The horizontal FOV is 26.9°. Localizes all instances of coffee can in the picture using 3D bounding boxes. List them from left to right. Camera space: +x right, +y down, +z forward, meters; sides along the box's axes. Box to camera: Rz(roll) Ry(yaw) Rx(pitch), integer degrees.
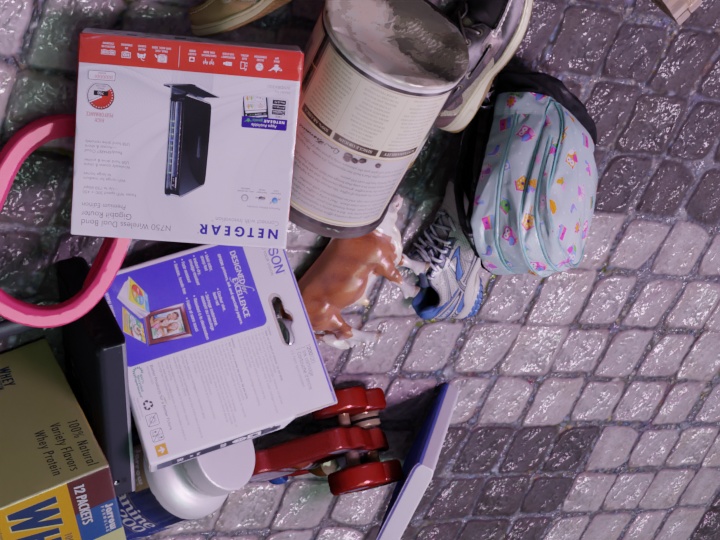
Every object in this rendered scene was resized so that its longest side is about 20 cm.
[{"bbox_3d":[-0.003,-0.151,1.425,0.145,0.147,0.201,-2,141,-32],"label":"coffee can"}]

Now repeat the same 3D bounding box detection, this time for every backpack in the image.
[{"bbox_3d":[0.182,-0.093,1.593,0.167,0.125,0.202,41,57,-44],"label":"backpack"}]

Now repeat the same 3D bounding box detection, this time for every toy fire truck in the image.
[{"bbox_3d":[-0.049,0.211,1.750,0.166,0.114,0.200,-16,170,13],"label":"toy fire truck"}]

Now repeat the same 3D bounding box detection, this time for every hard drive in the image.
[{"bbox_3d":[-0.264,0.107,1.504,0.033,0.140,0.202,-14,132,-21],"label":"hard drive"},{"bbox_3d":[0.070,0.237,1.818,0.025,0.200,0.133,25,116,2],"label":"hard drive"}]

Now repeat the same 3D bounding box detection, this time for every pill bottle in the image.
[{"bbox_3d":[-0.206,0.215,1.591,0.110,0.112,0.199,18,148,-42],"label":"pill bottle"}]

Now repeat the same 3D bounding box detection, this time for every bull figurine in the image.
[{"bbox_3d":[0.000,0.000,1.634,0.121,0.065,0.200,37,112,-12],"label":"bull figurine"}]

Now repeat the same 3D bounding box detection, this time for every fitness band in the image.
[{"bbox_3d":[-0.284,-0.046,1.397,0.142,0.037,0.202,22,97,-23],"label":"fitness band"}]

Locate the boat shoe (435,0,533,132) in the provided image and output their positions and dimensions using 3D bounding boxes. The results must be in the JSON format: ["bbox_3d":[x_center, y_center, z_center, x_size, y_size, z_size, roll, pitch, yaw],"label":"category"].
[{"bbox_3d":[0.110,-0.229,1.523,0.065,0.072,0.202,-1,130,-39],"label":"boat shoe"}]

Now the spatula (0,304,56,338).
[{"bbox_3d":[-0.384,0.064,1.462,0.197,0.021,0.057,-12,133,-8],"label":"spatula"}]

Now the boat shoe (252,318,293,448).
[{"bbox_3d":[-0.108,0.128,1.685,0.066,0.074,0.201,3,136,-41],"label":"boat shoe"}]

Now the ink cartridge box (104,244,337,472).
[{"bbox_3d":[-0.147,0.075,1.510,0.198,0.200,0.043,-17,168,-12],"label":"ink cartridge box"}]

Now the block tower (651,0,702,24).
[{"bbox_3d":[0.298,-0.341,1.567,0.054,0.058,0.200,-44,138,7],"label":"block tower"}]

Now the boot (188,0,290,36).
[{"bbox_3d":[-0.109,-0.299,1.308,0.073,0.199,0.156,-43,107,-41],"label":"boot"}]

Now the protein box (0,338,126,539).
[{"bbox_3d":[-0.361,0.208,1.480,0.198,0.199,0.136,-21,135,-18],"label":"protein box"}]

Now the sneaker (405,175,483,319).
[{"bbox_3d":[0.097,-0.018,1.690,0.084,0.077,0.202,-13,131,-19],"label":"sneaker"}]

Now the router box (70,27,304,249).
[{"bbox_3d":[-0.156,-0.118,1.353,0.197,0.049,0.182,3,104,-7],"label":"router box"}]
